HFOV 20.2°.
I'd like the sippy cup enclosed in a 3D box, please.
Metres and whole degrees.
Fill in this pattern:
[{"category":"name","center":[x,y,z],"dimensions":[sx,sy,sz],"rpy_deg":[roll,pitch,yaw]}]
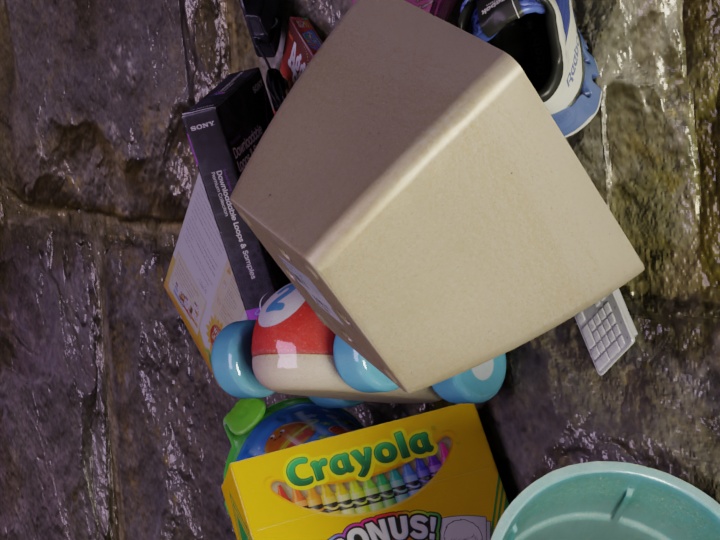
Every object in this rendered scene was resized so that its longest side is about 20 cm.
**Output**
[{"category":"sippy cup","center":[-0.028,0.178,1.630],"dimensions":[0.130,0.177,0.141],"rpy_deg":[-166,84,-68]}]

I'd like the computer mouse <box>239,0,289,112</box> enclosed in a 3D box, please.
[{"category":"computer mouse","center":[-0.074,-0.192,1.709],"dimensions":[0.201,0.034,0.059],"rpy_deg":[-108,2,-47]}]

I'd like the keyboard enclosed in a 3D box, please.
[{"category":"keyboard","center":[0.146,-0.026,1.435],"dimensions":[0.056,0.011,0.201],"rpy_deg":[-50,54,51]}]

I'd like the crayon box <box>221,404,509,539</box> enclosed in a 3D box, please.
[{"category":"crayon box","center":[0.016,0.207,1.512],"dimensions":[0.058,0.199,0.174],"rpy_deg":[117,137,-65]}]

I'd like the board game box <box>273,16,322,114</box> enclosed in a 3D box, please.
[{"category":"board game box","center":[-0.035,-0.122,1.670],"dimensions":[0.200,0.019,0.104],"rpy_deg":[-119,36,-55]}]

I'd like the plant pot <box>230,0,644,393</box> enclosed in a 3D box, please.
[{"category":"plant pot","center":[0.035,-0.040,1.356],"dimensions":[0.200,0.177,0.200],"rpy_deg":[52,171,-34]}]

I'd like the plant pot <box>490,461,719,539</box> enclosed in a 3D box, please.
[{"category":"plant pot","center":[0.148,0.260,1.329],"dimensions":[0.201,0.199,0.196],"rpy_deg":[66,153,27]}]

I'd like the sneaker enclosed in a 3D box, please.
[{"category":"sneaker","center":[0.103,-0.192,1.357],"dimensions":[0.080,0.115,0.201],"rpy_deg":[-21,80,14]}]

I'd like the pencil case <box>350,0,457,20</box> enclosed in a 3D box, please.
[{"category":"pencil case","center":[0.016,-0.141,1.494],"dimensions":[0.087,0.082,0.201],"rpy_deg":[90,-162,-82]}]

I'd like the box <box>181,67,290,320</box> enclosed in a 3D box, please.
[{"category":"box","center":[-0.084,-0.055,1.665],"dimensions":[0.143,0.036,0.201],"rpy_deg":[-59,-48,-68]}]

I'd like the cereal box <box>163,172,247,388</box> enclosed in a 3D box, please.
[{"category":"cereal box","center":[-0.118,-0.011,1.857],"dimensions":[0.144,0.039,0.201],"rpy_deg":[59,141,35]}]

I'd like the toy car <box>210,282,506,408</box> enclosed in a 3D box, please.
[{"category":"toy car","center":[0.000,0.000,1.553],"dimensions":[0.184,0.176,0.202],"rpy_deg":[-7,77,49]}]
